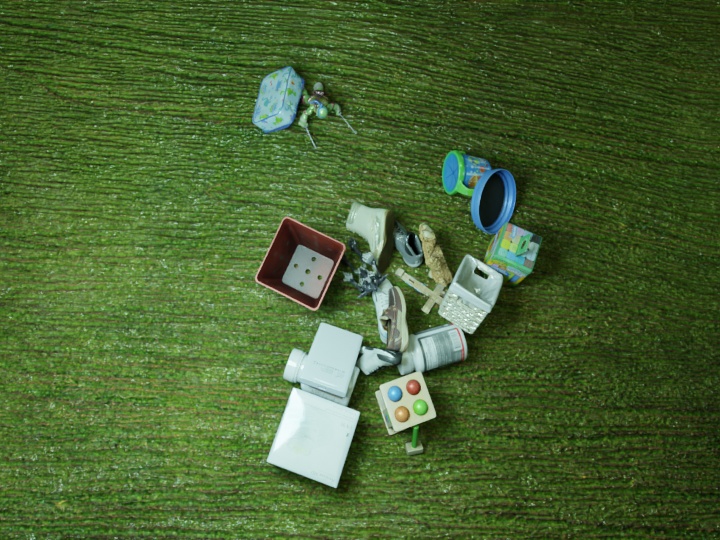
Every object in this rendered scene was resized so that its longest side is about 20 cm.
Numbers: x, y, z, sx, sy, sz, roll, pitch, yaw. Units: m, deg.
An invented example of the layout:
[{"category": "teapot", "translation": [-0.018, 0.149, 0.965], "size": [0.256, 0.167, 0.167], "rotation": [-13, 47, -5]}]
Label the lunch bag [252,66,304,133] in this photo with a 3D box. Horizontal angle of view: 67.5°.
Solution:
[{"category": "lunch bag", "translation": [-0.275, -0.562, 1.781], "size": [0.158, 0.082, 0.204], "rotation": [-8, 64, 36]}]

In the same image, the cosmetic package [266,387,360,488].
[{"category": "cosmetic package", "translation": [-0.124, 0.453, 1.459], "size": [0.195, 0.123, 0.204], "rotation": [18, 72, 3]}]

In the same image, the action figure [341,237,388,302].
[{"category": "action figure", "translation": [0.000, 0.000, 1.606], "size": [0.118, 0.102, 0.201], "rotation": [-40, 58, 3]}]

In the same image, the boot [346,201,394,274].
[{"category": "boot", "translation": [0.025, -0.103, 1.675], "size": [0.153, 0.071, 0.205], "rotation": [19, 113, 34]}]

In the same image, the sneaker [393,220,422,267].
[{"category": "sneaker", "translation": [0.131, -0.110, 1.669], "size": [0.075, 0.116, 0.201], "rotation": [-38, 78, -15]}]

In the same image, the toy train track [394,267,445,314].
[{"category": "toy train track", "translation": [0.194, 0.054, 1.662], "size": [0.198, 0.033, 0.116], "rotation": [34, 72, 8]}]

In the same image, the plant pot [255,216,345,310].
[{"category": "plant pot", "translation": [-0.162, -0.008, 1.571], "size": [0.197, 0.176, 0.203], "rotation": [25, 84, 5]}]

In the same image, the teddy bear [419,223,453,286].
[{"category": "teddy bear", "translation": [0.217, -0.046, 1.641], "size": [0.066, 0.202, 0.146], "rotation": [-23, 38, 8]}]

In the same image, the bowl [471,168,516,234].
[{"category": "bowl", "translation": [0.419, -0.219, 1.701], "size": [0.039, 0.202, 0.202], "rotation": [19, 64, 46]}]

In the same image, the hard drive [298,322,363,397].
[{"category": "hard drive", "translation": [-0.077, 0.241, 1.478], "size": [0.129, 0.026, 0.202], "rotation": [18, 42, 1]}]

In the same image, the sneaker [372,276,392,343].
[{"category": "sneaker", "translation": [0.080, 0.111, 1.610], "size": [0.075, 0.081, 0.204], "rotation": [-9, 71, -5]}]

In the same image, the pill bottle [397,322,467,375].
[{"category": "pill bottle", "translation": [0.200, 0.230, 1.560], "size": [0.196, 0.114, 0.116], "rotation": [-14, 72, -8]}]

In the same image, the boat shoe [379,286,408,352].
[{"category": "boat shoe", "translation": [0.088, 0.132, 1.508], "size": [0.070, 0.073, 0.204], "rotation": [4, 57, -12]}]

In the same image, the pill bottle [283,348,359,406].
[{"category": "pill bottle", "translation": [-0.110, 0.296, 1.515], "size": [0.196, 0.115, 0.116], "rotation": [20, 71, 3]}]

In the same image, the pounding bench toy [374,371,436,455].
[{"category": "pounding bench toy", "translation": [0.134, 0.401, 1.475], "size": [0.122, 0.156, 0.204], "rotation": [-17, 73, -10]}]

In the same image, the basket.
[{"category": "basket", "translation": [0.320, 0.070, 1.575], "size": [0.134, 0.125, 0.200], "rotation": [31, 34, 7]}]

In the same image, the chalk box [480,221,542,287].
[{"category": "chalk box", "translation": [0.459, -0.053, 1.628], "size": [0.122, 0.201, 0.127], "rotation": [23, 70, 4]}]

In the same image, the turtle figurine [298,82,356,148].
[{"category": "turtle figurine", "translation": [-0.143, -0.531, 1.814], "size": [0.143, 0.200, 0.196], "rotation": [-35, 50, 14]}]

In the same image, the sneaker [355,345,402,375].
[{"category": "sneaker", "translation": [0.050, 0.257, 1.516], "size": [0.072, 0.199, 0.082], "rotation": [13, 79, -31]}]

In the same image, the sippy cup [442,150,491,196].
[{"category": "sippy cup", "translation": [0.350, -0.316, 1.753], "size": [0.127, 0.139, 0.182], "rotation": [-1, 83, -16]}]
